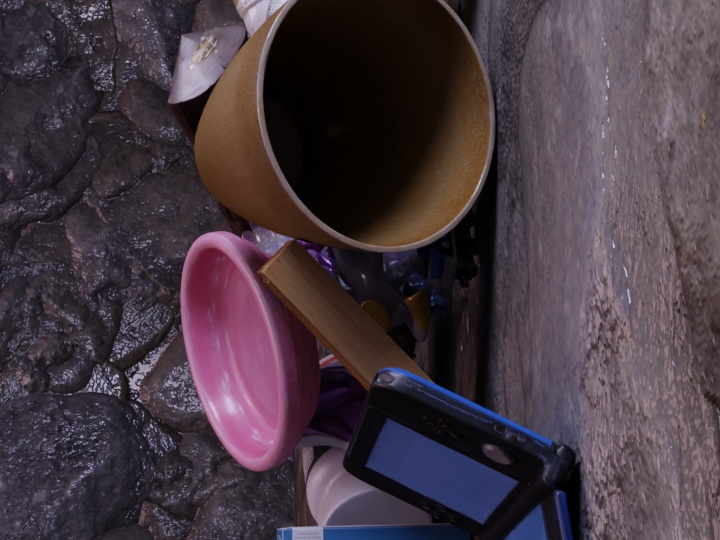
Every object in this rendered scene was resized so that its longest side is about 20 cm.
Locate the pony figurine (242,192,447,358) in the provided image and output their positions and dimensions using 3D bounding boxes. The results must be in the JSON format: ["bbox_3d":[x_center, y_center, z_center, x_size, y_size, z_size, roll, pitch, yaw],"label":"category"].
[{"bbox_3d":[0.000,0.000,1.173,0.200,0.165,0.195,84,161,-70],"label":"pony figurine"}]

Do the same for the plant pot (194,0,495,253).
[{"bbox_3d":[-0.034,-0.098,1.004,0.199,0.185,0.189,-8,81,59],"label":"plant pot"}]

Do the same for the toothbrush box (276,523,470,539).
[{"bbox_3d":[0.010,0.294,1.066,0.085,0.144,0.203,118,150,-78],"label":"toothbrush box"}]

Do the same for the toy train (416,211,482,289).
[{"bbox_3d":[0.059,-0.065,1.069,0.034,0.045,0.201,97,170,-47],"label":"toy train"}]

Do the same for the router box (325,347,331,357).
[{"bbox_3d":[-0.001,0.097,1.524,0.200,0.061,0.152,121,147,-78],"label":"router box"}]

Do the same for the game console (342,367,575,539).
[{"bbox_3d":[0.056,0.166,0.826,0.200,0.169,0.119,106,-171,-67],"label":"game console"}]

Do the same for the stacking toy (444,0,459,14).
[{"bbox_3d":[0.016,-0.158,1.166,0.201,0.084,0.086,110,160,-49],"label":"stacking toy"}]

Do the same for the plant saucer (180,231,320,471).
[{"bbox_3d":[-0.090,0.064,1.181,0.200,0.050,0.203,34,131,53],"label":"plant saucer"}]

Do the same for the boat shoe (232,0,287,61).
[{"bbox_3d":[0.006,-0.214,1.044,0.070,0.198,0.071,67,-164,3],"label":"boat shoe"}]

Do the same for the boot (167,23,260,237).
[{"bbox_3d":[-0.084,-0.153,1.210,0.187,0.064,0.201,-58,-31,-27],"label":"boot"}]

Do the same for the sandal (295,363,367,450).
[{"bbox_3d":[-0.029,0.109,1.205,0.202,0.050,0.083,-1,49,54],"label":"sandal"}]

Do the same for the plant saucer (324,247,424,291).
[{"bbox_3d":[-0.015,-0.019,1.336,0.199,0.027,0.202,27,126,44],"label":"plant saucer"}]

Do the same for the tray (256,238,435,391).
[{"bbox_3d":[0.008,0.062,0.996,0.200,0.037,0.099,47,175,-4],"label":"tray"}]

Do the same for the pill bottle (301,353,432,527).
[{"bbox_3d":[0.005,0.168,1.255,0.201,0.112,0.115,-102,14,-59],"label":"pill bottle"}]
